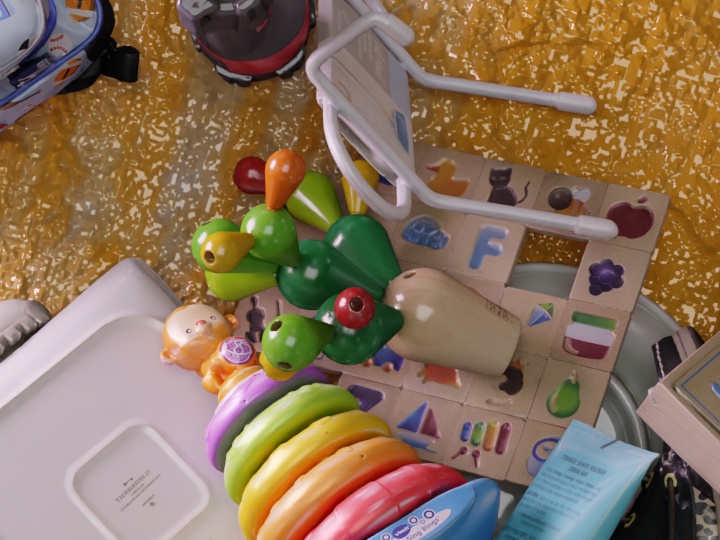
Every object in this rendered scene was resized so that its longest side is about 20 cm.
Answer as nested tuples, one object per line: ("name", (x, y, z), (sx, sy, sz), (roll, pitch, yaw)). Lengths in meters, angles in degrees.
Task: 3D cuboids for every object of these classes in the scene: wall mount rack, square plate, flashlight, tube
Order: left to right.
("square plate", (-0.109, 0.111, 1.422), (0.198, 0.028, 0.200), (45, 58, 7))
("flashlight", (-0.055, -0.137, 1.427), (0.068, 0.200, 0.068), (-8, 83, -2))
("wall mount rack", (0.043, -0.088, 1.442), (0.074, 0.200, 0.174), (-34, 119, 21))
("tube", (0.067, 0.162, 1.358), (0.050, 0.077, 0.201), (36, 82, -32))

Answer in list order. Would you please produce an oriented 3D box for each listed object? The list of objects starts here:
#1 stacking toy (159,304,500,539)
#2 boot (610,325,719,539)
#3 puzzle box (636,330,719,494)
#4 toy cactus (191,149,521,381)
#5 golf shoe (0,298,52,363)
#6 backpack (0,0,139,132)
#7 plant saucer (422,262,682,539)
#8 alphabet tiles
("stacking toy", (-0.031, 0.087, 1.400), (0.116, 0.110, 0.200), (-29, 63, -21))
("boot", (0.119, 0.136, 1.409), (0.153, 0.073, 0.205), (-15, 65, 15))
("puzzle box", (0.238, 0.098, 1.368), (0.200, 0.025, 0.133), (44, 46, 11))
("toy cactus", (0.000, 0.000, 1.412), (0.164, 0.200, 0.103), (21, 102, -8))
("golf shoe", (-0.253, 0.055, 1.474), (0.199, 0.078, 0.097), (-32, 74, -7))
("backpack", (-0.240, -0.130, 1.459), (0.190, 0.154, 0.200), (-37, 88, 7))
("plant saucer", (0.091, 0.094, 1.477), (0.199, 0.050, 0.201), (0, 85, 0))
("alphabet tiles", (0.037, 0.016, 1.463), (0.199, 0.008, 0.168), (13, 68, 21))
